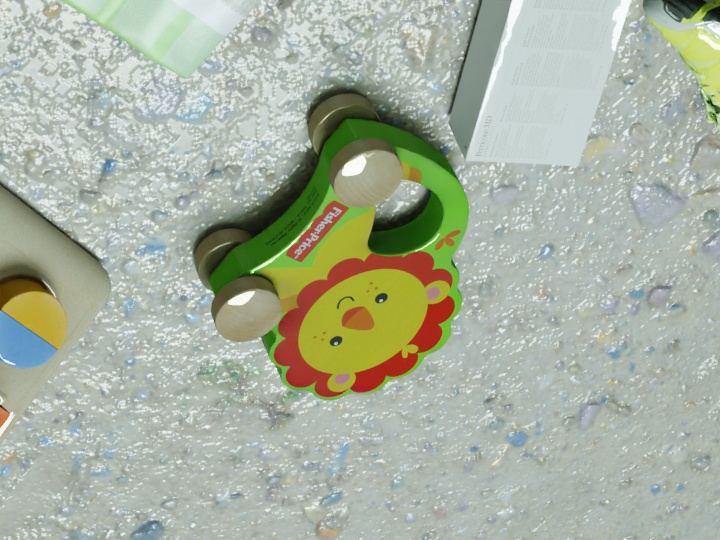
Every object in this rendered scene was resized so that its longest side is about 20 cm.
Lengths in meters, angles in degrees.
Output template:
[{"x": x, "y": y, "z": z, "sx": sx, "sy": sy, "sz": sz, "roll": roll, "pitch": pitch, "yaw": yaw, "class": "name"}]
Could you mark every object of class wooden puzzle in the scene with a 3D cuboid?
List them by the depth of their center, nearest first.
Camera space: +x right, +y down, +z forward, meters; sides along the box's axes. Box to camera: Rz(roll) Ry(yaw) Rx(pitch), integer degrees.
[{"x": -0.265, "y": 0.039, "z": 1.178, "sx": 0.185, "sy": 0.046, "sz": 0.201, "roll": 41, "pitch": 79, "yaw": -36, "class": "wooden puzzle"}]

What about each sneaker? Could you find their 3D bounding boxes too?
[{"x": 0.252, "y": -0.121, "z": 1.245, "sx": 0.199, "sy": 0.076, "sz": 0.076, "roll": 30, "pitch": 114, "yaw": -31, "class": "sneaker"}]

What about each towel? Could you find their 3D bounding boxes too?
[{"x": -0.092, "y": -0.213, "z": 1.100, "sx": 0.149, "sy": 0.031, "sz": 0.200, "roll": 31, "pitch": 114, "yaw": -32, "class": "towel"}]

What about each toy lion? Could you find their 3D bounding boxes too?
[{"x": 0.000, "y": 0.000, "z": 1.280, "sx": 0.191, "sy": 0.069, "sz": 0.200, "roll": 24, "pitch": 117, "yaw": -39, "class": "toy lion"}]

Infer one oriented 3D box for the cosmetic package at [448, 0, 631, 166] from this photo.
[{"x": 0.120, "y": -0.163, "z": 1.188, "sx": 0.082, "sy": 0.051, "sz": 0.201, "roll": 1, "pitch": 127, "yaw": -20, "class": "cosmetic package"}]
